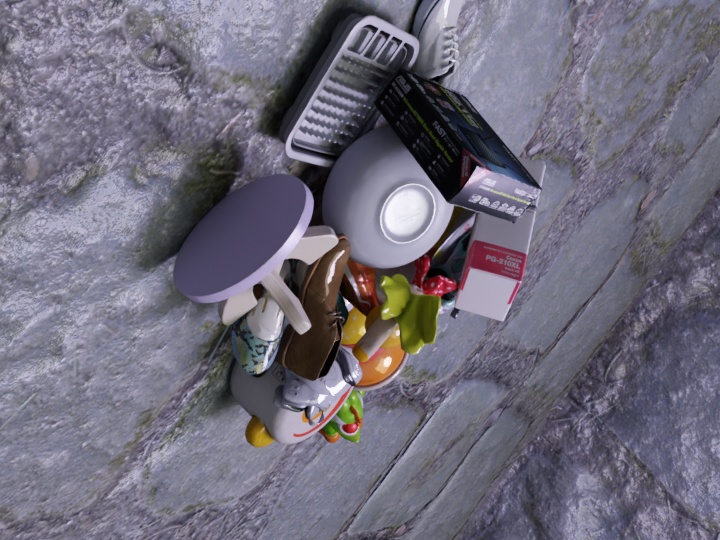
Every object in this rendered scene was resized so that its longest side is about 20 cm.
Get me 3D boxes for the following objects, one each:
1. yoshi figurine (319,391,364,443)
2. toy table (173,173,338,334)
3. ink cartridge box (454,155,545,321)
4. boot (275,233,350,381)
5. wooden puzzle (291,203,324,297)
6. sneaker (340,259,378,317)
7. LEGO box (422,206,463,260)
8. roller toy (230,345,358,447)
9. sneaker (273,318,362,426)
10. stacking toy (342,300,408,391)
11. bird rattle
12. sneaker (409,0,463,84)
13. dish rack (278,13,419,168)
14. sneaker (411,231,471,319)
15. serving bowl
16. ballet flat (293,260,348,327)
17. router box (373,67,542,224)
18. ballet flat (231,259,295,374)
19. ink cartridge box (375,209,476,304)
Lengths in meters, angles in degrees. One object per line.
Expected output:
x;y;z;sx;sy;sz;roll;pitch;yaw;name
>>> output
-0.042;0.234;1.917;0.201;0.110;0.114;99;5;-66;yoshi figurine
-0.123;-0.016;1.332;0.197;0.186;0.117;-27;144;13;toy table
0.207;-0.051;1.590;0.145;0.083;0.203;99;7;-65;ink cartridge box
-0.044;0.051;1.413;0.073;0.075;0.203;-7;122;-56;boot
-0.026;-0.033;1.577;0.199;0.037;0.187;-39;141;-21;wooden puzzle
0.000;0.000;1.544;0.077;0.073;0.201;-42;142;-18;sneaker
0.103;-0.139;1.581;0.202;0.076;0.149;-56;147;-11;LEGO box
-0.098;0.168;1.650;0.198;0.139;0.185;-24;144;-43;roller toy
-0.100;0.124;1.515;0.115;0.199;0.075;-51;-175;-24;sneaker
-0.007;0.086;1.725;0.146;0.145;0.201;-42;142;-17;stacking toy
0.049;0.056;1.527;0.163;0.113;0.200;-46;-174;15;bird rattle
0.105;-0.297;1.437;0.072;0.071;0.202;-21;142;-46;sneaker
-0.020;-0.229;1.353;0.202;0.043;0.171;-58;155;15;dish rack
0.145;0.040;1.708;0.199;0.078;0.141;-37;153;-26;sneaker
0.049;-0.089;1.436;0.197;0.066;0.204;-12;119;-23;serving bowl
-0.065;0.021;1.499;0.069;0.069;0.201;-40;149;-19;ballet flat
0.124;-0.159;1.367;0.149;0.201;0.062;12;127;-49;router box
-0.125;0.040;1.415;0.075;0.073;0.203;97;-2;-51;ballet flat
0.102;-0.021;1.745;0.200;0.083;0.145;-46;157;-6;ink cartridge box
